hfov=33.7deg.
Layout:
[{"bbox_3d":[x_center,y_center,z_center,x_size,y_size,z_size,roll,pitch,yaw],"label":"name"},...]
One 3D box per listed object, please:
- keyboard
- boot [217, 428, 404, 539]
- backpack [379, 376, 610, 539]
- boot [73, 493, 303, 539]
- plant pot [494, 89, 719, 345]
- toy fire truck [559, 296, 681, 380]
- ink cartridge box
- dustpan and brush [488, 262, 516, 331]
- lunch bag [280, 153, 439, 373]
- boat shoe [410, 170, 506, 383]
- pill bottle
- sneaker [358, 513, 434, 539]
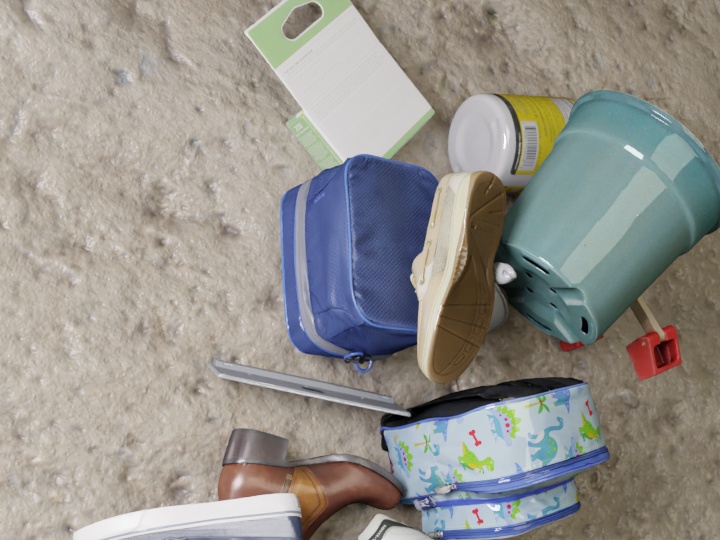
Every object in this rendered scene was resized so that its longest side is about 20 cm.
[{"bbox_3d":[-0.049,0.115,1.147,0.198,0.056,0.011,14,99,-20],"label":"keyboard"},{"bbox_3d":[-0.056,0.266,1.103,0.187,0.068,0.202,21,66,-26],"label":"boot"},{"bbox_3d":[0.142,0.184,1.171,0.181,0.199,0.149,-10,80,-34],"label":"backpack"},{"bbox_3d":[-0.143,0.251,1.019,0.197,0.073,0.091,-7,70,-9],"label":"boot"},{"bbox_3d":[0.239,-0.043,1.216,0.200,0.200,0.196,46,72,-11],"label":"plant pot"},{"bbox_3d":[0.266,0.029,1.332,0.048,0.141,0.202,-16,84,-34],"label":"toy fire truck"},{"bbox_3d":[-0.027,-0.202,1.276,0.200,0.048,0.146,50,56,-9],"label":"ink cartridge box"},{"bbox_3d":[0.115,0.009,1.208,0.057,0.200,0.140,-38,97,-1],"label":"dustpan and brush"},{"bbox_3d":[0.000,0.000,1.181,0.135,0.132,0.203,12,68,-37],"label":"lunch bag"},{"bbox_3d":[0.084,0.005,1.120,0.072,0.065,0.203,16,82,-41],"label":"boat shoe"},{"bbox_3d":[0.208,-0.144,1.367,0.198,0.111,0.113,-2,76,-33],"label":"pill bottle"},{"bbox_3d":[0.060,0.284,1.139,0.076,0.087,0.200,-48,145,-11],"label":"sneaker"}]
